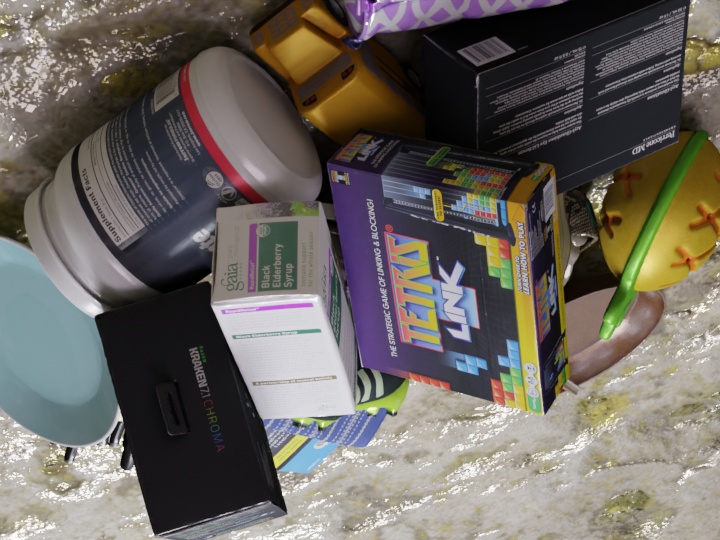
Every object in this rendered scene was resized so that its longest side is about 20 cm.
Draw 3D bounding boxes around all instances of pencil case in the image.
[{"bbox_3d":[0.078,-0.221,1.171,0.199,0.086,0.085,-13,106,-9],"label":"pencil case"}]

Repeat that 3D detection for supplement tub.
[{"bbox_3d":[-0.142,-0.063,1.235,0.199,0.141,0.140,-33,139,19],"label":"supplement tub"}]

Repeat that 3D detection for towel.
[{"bbox_3d":[-0.019,0.085,1.455,0.200,0.024,0.145,21,101,-53],"label":"towel"}]

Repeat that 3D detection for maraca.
[{"bbox_3d":[0.258,-0.032,1.425,0.137,0.107,0.201,-25,140,-65],"label":"maraca"}]

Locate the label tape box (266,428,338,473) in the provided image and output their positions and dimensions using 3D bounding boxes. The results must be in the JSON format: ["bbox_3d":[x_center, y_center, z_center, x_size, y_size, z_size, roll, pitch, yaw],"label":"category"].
[{"bbox_3d":[-0.093,0.119,1.536,0.199,0.066,0.143,13,133,-39],"label":"label tape box"}]

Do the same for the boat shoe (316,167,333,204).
[{"bbox_3d":[-0.020,-0.052,1.359,0.199,0.071,0.070,8,162,-20],"label":"boat shoe"}]

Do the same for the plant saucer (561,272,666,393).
[{"bbox_3d":[0.201,0.062,1.576,0.199,0.035,0.201,-20,152,-12],"label":"plant saucer"}]

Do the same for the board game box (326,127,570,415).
[{"bbox_3d":[0.069,0.002,1.223,0.164,0.057,0.201,12,131,27],"label":"board game box"}]

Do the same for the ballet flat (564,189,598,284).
[{"bbox_3d":[0.143,0.010,1.482,0.068,0.076,0.200,18,130,-37],"label":"ballet flat"}]

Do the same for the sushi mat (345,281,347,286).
[{"bbox_3d":[0.000,0.000,1.391,0.095,0.012,0.200,9,163,-30],"label":"sushi mat"}]

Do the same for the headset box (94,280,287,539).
[{"bbox_3d":[-0.127,0.116,1.261,0.092,0.175,0.200,-16,170,-2],"label":"headset box"}]

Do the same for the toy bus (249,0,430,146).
[{"bbox_3d":[0.002,-0.133,1.253,0.065,0.079,0.200,-33,140,20],"label":"toy bus"}]

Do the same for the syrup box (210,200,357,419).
[{"bbox_3d":[-0.053,0.034,1.210,0.081,0.079,0.200,-4,150,5],"label":"syrup box"}]

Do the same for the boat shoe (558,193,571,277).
[{"bbox_3d":[0.130,-0.049,1.328,0.062,0.201,0.073,18,158,-28],"label":"boat shoe"}]

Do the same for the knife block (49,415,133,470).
[{"bbox_3d":[-0.199,0.091,1.437,0.199,0.064,0.176,-27,130,11],"label":"knife block"}]

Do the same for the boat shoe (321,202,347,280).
[{"bbox_3d":[-0.068,0.007,1.327,0.072,0.061,0.201,13,154,-27],"label":"boat shoe"}]

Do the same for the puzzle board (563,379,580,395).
[{"bbox_3d":[0.102,0.051,1.402,0.017,0.150,0.200,-61,153,-3],"label":"puzzle board"}]

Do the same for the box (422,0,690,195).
[{"bbox_3d":[0.150,-0.138,1.242,0.199,0.079,0.142,-23,131,-23],"label":"box"}]

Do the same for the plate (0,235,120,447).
[{"bbox_3d":[-0.266,0.055,1.333,0.026,0.200,0.201,-41,163,-45],"label":"plate"}]

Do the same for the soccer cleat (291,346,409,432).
[{"bbox_3d":[-0.021,0.089,1.384,0.200,0.067,0.082,-4,103,-59],"label":"soccer cleat"}]
